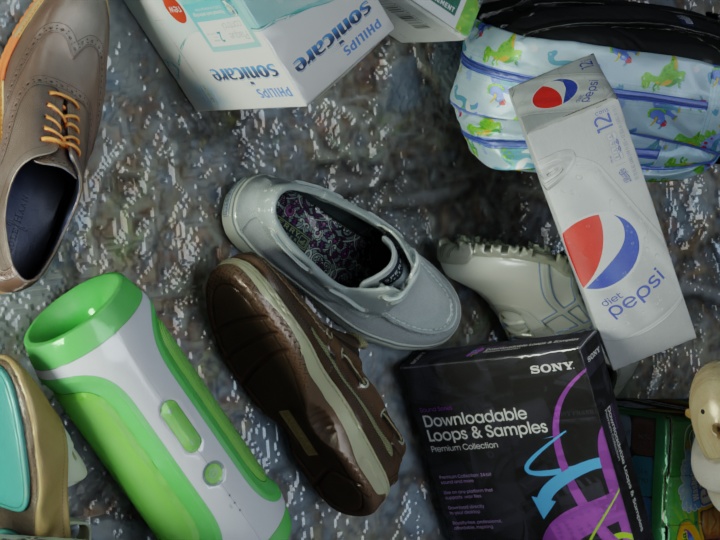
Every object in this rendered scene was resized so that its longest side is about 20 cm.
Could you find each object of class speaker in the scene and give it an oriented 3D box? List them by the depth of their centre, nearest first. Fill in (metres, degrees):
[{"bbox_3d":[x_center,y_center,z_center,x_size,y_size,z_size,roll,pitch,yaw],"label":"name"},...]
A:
[{"bbox_3d":[-0.123,0.102,1.167,0.088,0.088,0.201,-42,114,-24],"label":"speaker"}]

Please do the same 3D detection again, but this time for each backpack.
[{"bbox_3d":[0.162,-0.129,1.304,0.199,0.163,0.155,16,108,-25],"label":"backpack"}]

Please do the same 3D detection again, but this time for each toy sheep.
[{"bbox_3d":[0.301,0.129,1.276,0.200,0.138,0.138,37,72,-11],"label":"toy sheep"}]

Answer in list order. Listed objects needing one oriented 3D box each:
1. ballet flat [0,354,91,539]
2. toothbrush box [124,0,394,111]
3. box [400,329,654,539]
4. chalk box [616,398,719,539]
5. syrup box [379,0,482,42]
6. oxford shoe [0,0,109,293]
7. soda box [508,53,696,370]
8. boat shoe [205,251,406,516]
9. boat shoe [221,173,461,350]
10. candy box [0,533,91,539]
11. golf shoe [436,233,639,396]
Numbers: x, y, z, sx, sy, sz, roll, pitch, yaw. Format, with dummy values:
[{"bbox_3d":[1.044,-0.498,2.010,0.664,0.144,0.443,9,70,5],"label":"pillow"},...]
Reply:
[{"bbox_3d":[-0.195,0.144,1.141,0.063,0.068,0.201,-12,108,-41],"label":"ballet flat"},{"bbox_3d":[-0.091,-0.201,1.139,0.085,0.146,0.201,-43,115,-23],"label":"toothbrush box"},{"bbox_3d":[0.119,0.145,1.296,0.036,0.142,0.201,-34,111,-56],"label":"box"},{"bbox_3d":[0.222,0.159,1.375,0.199,0.125,0.125,1,91,-32],"label":"chalk box"},{"bbox_3d":[0.058,-0.261,1.271,0.079,0.081,0.201,29,78,-32],"label":"syrup box"},{"bbox_3d":[-0.182,-0.082,1.127,0.071,0.073,0.201,16,83,-32],"label":"oxford shoe"},{"bbox_3d":[0.160,-0.036,1.240,0.063,0.068,0.201,-21,123,4],"label":"soda box"},{"bbox_3d":[-0.032,0.064,1.243,0.075,0.074,0.203,-48,122,-37],"label":"boat shoe"},{"bbox_3d":[0.000,-0.001,1.251,0.200,0.071,0.070,31,76,-30],"label":"boat shoe"},{"bbox_3d":[-0.176,0.258,1.089,0.166,0.072,0.202,4,101,-2],"label":"candy box"},{"bbox_3d":[0.132,0.035,1.339,0.199,0.078,0.098,19,85,-31],"label":"golf shoe"}]
